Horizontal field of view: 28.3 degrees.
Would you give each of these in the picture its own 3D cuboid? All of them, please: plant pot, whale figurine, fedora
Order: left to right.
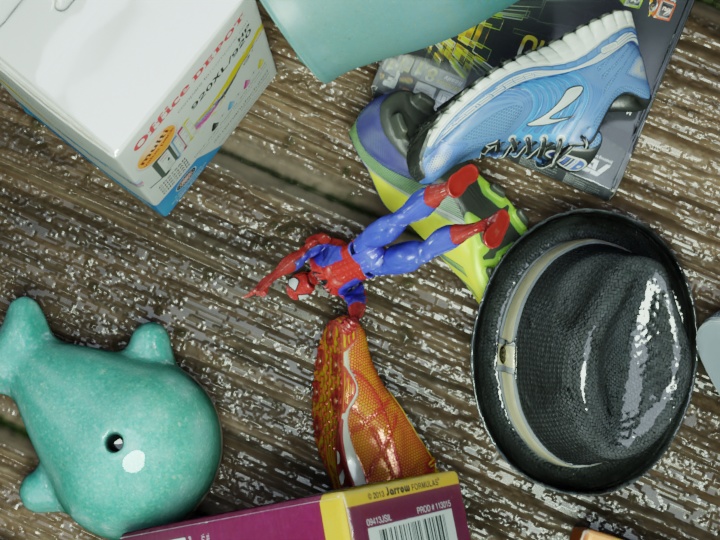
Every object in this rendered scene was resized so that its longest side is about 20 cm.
[{"bbox_3d":[-0.191,0.101,1.003,0.199,0.104,0.160,38,85,6],"label":"whale figurine"},{"bbox_3d":[0.014,-0.233,0.969,0.187,0.200,0.201,-34,82,8],"label":"plant pot"},{"bbox_3d":[0.172,0.058,0.983,0.198,0.091,0.204,0,90,-17],"label":"fedora"}]

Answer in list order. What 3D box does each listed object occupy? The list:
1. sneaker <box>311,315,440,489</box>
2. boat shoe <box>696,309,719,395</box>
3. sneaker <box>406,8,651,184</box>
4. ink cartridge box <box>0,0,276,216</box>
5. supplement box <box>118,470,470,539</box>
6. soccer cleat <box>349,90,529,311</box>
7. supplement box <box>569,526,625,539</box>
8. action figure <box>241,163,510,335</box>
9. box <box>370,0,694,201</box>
[{"bbox_3d":[0.014,0.130,1.023,0.076,0.073,0.203,-11,83,-24],"label":"sneaker"},{"bbox_3d":[0.312,0.105,1.009,0.086,0.074,0.204,-31,96,-29],"label":"boat shoe"},{"bbox_3d":[0.123,-0.104,0.982,0.198,0.078,0.090,-27,91,-16],"label":"sneaker"},{"bbox_3d":[-0.161,-0.153,0.992,0.144,0.200,0.148,37,84,6],"label":"ink cartridge box"},{"bbox_3d":[-0.040,0.201,0.927,0.198,0.130,0.105,-17,80,37],"label":"supplement box"},{"bbox_3d":[0.064,-0.041,1.045,0.065,0.083,0.201,-41,101,-33],"label":"soccer cleat"},{"bbox_3d":[0.236,0.241,0.992,0.197,0.067,0.070,17,82,4],"label":"supplement box"},{"bbox_3d":[0.000,0.000,0.975,0.066,0.199,0.099,53,50,-12],"label":"action figure"},{"bbox_3d":[0.127,-0.165,1.064,0.198,0.049,0.163,24,86,6],"label":"box"}]
